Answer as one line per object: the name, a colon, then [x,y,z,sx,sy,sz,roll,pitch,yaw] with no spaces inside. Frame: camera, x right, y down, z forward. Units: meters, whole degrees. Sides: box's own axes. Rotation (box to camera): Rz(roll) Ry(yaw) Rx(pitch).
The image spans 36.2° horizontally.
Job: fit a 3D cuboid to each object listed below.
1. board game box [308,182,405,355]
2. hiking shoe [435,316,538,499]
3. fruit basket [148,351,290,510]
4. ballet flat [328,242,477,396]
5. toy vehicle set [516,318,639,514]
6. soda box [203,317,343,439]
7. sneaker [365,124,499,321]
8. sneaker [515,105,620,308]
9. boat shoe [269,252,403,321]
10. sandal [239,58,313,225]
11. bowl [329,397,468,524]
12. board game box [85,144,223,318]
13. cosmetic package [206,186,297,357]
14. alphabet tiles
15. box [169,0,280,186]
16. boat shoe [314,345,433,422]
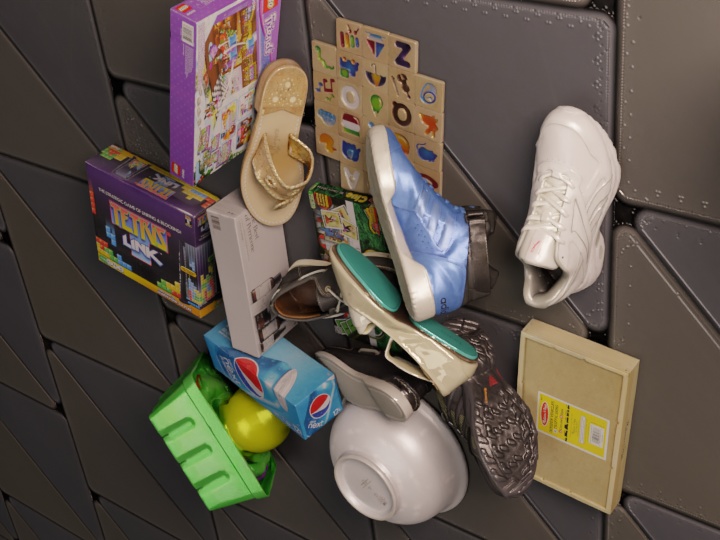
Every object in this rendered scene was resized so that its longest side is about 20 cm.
board game box: [0.000,0.000,1.270,0.104,0.023,0.203,14,130,33]
hiking shoe: [0.133,0.155,1.211,0.101,0.075,0.203,115,138,-66]
fruit basket: [-0.165,0.206,1.521,0.211,0.156,0.220,0,101,1]
ballet flat: [0.032,0.056,1.153,0.199,0.070,0.070,40,139,4]
toy vehicle set: [0.226,0.158,1.177,0.123,0.026,0.203,22,132,30]
soda box: [-0.112,0.128,1.402,0.199,0.067,0.065,31,146,41]
sneaker: [0.077,-0.060,1.120,0.077,0.109,0.203,110,144,-78]
sneaker: [0.182,-0.048,1.007,0.077,0.099,0.203,17,130,33]
boat shoe: [-0.018,0.026,1.237,0.198,0.068,0.073,-4,118,39]
sandal: [-0.085,-0.119,1.207,0.070,0.076,0.214,-123,32,-46]
bowl: [0.029,0.245,1.377,0.199,0.090,0.204,25,134,29]
board game box: [-0.270,-0.052,1.461,0.198,0.057,0.167,26,135,27]
cosmetic package: [-0.129,-0.001,1.348,0.050,0.082,0.203,16,130,31]
alphabet tiles: [0.017,-0.158,1.152,0.165,0.006,0.203,23,132,29]
box: [-0.144,-0.205,1.165,0.039,0.137,0.202,29,135,21]
boat shoe: [0.014,0.123,1.320,0.199,0.060,0.074,12,137,59]
